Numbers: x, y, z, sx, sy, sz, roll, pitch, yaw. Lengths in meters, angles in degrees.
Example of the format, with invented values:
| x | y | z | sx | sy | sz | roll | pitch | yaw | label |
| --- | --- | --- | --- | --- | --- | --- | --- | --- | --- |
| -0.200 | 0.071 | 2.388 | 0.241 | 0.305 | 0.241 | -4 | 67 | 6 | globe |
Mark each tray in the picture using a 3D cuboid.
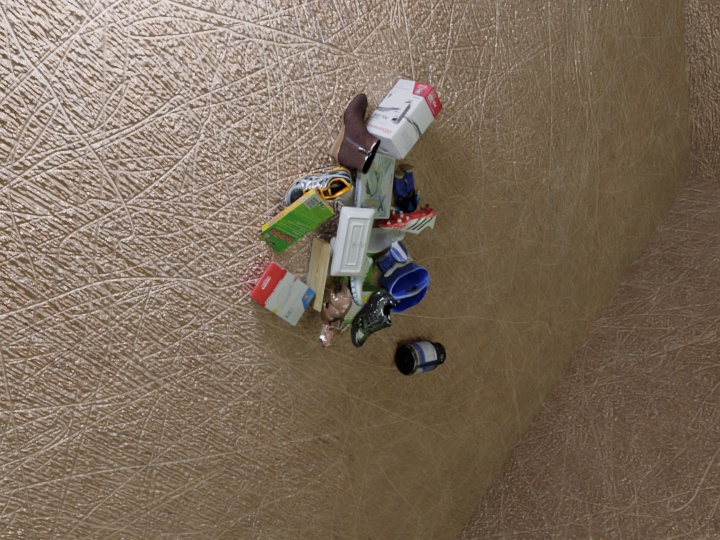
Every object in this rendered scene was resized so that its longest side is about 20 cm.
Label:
| x | y | z | sx | sy | sz | roll | pitch | yaw | label |
| --- | --- | --- | --- | --- | --- | --- | --- | --- | --- |
| -0.020 | -0.075 | 1.541 | 0.104 | 0.022 | 0.207 | 0 | 114 | -26 | tray |

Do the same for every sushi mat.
| x | y | z | sx | sy | sz | roll | pitch | yaw | label |
| --- | --- | --- | --- | --- | --- | --- | --- | --- | --- |
| -0.125 | 0.010 | 1.584 | 0.012 | 0.095 | 0.208 | -5 | 114 | -39 | sushi mat |

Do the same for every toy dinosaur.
| x | y | z | sx | sy | sz | roll | pitch | yaw | label |
| --- | --- | --- | --- | --- | --- | --- | --- | --- | --- |
| -0.069 | 0.118 | 1.630 | 0.202 | 0.135 | 0.085 | -53 | 158 | 18 | toy dinosaur |

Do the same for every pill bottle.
| x | y | z | sx | sy | sz | roll | pitch | yaw | label |
| --- | --- | --- | --- | --- | --- | --- | --- | --- | --- |
| 0.233 | 0.328 | 2.073 | 0.195 | 0.111 | 0.116 | -2 | 113 | -42 | pill bottle |

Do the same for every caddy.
| x | y | z | sx | sy | sz | roll | pitch | yaw | label |
| --- | --- | --- | --- | --- | --- | --- | --- | --- | --- |
| 0.153 | 0.058 | 1.862 | 0.196 | 0.104 | 0.146 | -22 | 124 | -33 | caddy |

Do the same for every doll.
| x | y | z | sx | sy | sz | roll | pitch | yaw | label |
| --- | --- | --- | --- | --- | --- | --- | --- | --- | --- |
| 0.142 | -0.232 | 1.747 | 0.135 | 0.048 | 0.204 | -34 | 135 | -22 | doll |

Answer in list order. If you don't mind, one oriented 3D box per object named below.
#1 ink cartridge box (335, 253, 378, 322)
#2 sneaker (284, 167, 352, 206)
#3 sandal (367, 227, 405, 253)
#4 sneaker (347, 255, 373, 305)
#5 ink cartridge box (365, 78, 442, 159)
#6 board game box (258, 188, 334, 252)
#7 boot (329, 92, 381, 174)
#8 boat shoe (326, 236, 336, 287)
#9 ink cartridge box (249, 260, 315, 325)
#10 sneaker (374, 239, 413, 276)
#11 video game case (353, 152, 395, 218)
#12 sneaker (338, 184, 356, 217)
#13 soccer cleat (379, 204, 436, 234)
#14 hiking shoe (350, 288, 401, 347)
| x | y | z | sx | sy | sz | roll | pitch | yaw | label |
| --- | --- | --- | --- | --- | --- | --- | --- | --- | --- |
| 0.001 | 0.054 | 1.739 | 0.144 | 0.075 | 0.207 | 1 | 112 | -43 | ink cartridge box |
| -0.110 | -0.218 | 1.466 | 0.194 | 0.078 | 0.080 | -23 | 125 | -3 | sneaker |
| 0.059 | -0.095 | 1.733 | 0.197 | 0.085 | 0.050 | -14 | 164 | -32 | sandal |
| 0.000 | 0.000 | 1.638 | 0.083 | 0.075 | 0.209 | -8 | 90 | -10 | sneaker |
| 0.115 | -0.431 | 1.547 | 0.202 | 0.145 | 0.083 | -52 | 135 | -10 | ink cartridge box |
| -0.174 | -0.130 | 1.462 | 0.197 | 0.031 | 0.095 | -35 | 136 | 13 | board game box |
| 0.006 | -0.367 | 1.463 | 0.071 | 0.165 | 0.206 | 21 | 97 | -45 | boot |
| -0.102 | -0.012 | 1.620 | 0.070 | 0.069 | 0.203 | -15 | 142 | -59 | boat shoe |
| -0.229 | 0.057 | 1.530 | 0.118 | 0.066 | 0.199 | -55 | 137 | -6 | ink cartridge box |
| 0.102 | -0.028 | 1.723 | 0.114 | 0.082 | 0.199 | -38 | 177 | 6 | sneaker |
| 0.043 | -0.247 | 1.600 | 0.198 | 0.021 | 0.190 | -8 | 106 | -59 | video game case |
| -0.033 | -0.189 | 1.589 | 0.080 | 0.070 | 0.202 | -44 | 135 | -12 | sneaker |
| 0.152 | -0.148 | 1.740 | 0.193 | 0.069 | 0.088 | -16 | 129 | -15 | soccer cleat |
| 0.044 | 0.158 | 1.707 | 0.075 | 0.100 | 0.204 | 32 | 88 | -46 | hiking shoe |
